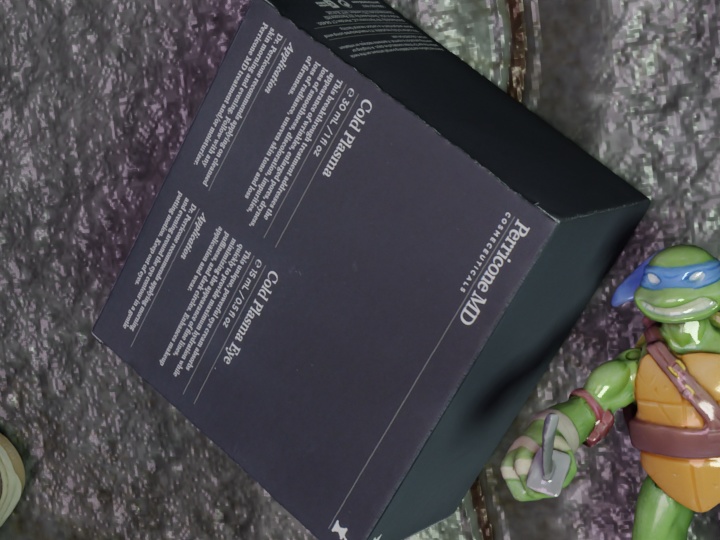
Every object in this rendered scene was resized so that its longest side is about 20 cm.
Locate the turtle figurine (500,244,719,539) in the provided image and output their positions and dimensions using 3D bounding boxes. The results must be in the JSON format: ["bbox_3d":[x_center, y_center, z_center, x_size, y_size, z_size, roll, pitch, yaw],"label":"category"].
[{"bbox_3d":[0.138,0.101,0.679,0.200,0.144,0.194,-132,27,-65],"label":"turtle figurine"}]

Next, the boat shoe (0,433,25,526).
[{"bbox_3d":[-0.273,0.176,1.012,0.072,0.065,0.200,46,118,17],"label":"boat shoe"}]

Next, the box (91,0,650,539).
[{"bbox_3d":[0.000,0.000,0.791,0.182,0.104,0.200,40,116,22],"label":"box"}]
